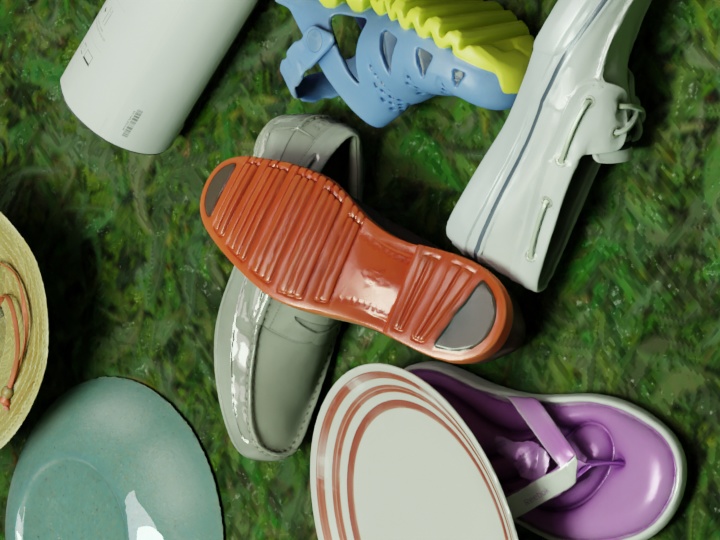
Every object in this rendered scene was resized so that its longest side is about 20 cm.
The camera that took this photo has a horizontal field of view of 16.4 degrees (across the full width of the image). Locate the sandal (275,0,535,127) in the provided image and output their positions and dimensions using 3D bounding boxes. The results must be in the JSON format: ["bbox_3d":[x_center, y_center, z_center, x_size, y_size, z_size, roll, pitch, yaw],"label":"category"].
[{"bbox_3d":[0.020,-0.118,1.377,0.199,0.079,0.088,28,112,47],"label":"sandal"}]

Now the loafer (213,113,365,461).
[{"bbox_3d":[-0.037,0.011,1.426,0.070,0.070,0.202,10,96,50],"label":"loafer"}]

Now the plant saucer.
[{"bbox_3d":[-0.168,0.168,1.563,0.200,0.039,0.203,0,90,42],"label":"plant saucer"}]

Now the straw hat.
[{"bbox_3d":[-0.249,0.039,1.608,0.200,0.085,0.203,1,92,34],"label":"straw hat"}]

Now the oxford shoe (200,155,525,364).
[{"bbox_3d":[0.000,0.000,1.365,0.199,0.072,0.072,30,92,22],"label":"oxford shoe"}]

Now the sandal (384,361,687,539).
[{"bbox_3d":[0.082,0.100,1.329,0.202,0.050,0.083,11,97,42],"label":"sandal"}]

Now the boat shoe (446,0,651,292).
[{"bbox_3d":[0.117,-0.080,1.298,0.067,0.073,0.201,36,121,17],"label":"boat shoe"}]

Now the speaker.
[{"bbox_3d":[-0.099,-0.170,1.477,0.081,0.081,0.201,50,120,30],"label":"speaker"}]

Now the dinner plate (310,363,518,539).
[{"bbox_3d":[0.035,0.146,1.360,0.200,0.024,0.202,31,129,47],"label":"dinner plate"}]
